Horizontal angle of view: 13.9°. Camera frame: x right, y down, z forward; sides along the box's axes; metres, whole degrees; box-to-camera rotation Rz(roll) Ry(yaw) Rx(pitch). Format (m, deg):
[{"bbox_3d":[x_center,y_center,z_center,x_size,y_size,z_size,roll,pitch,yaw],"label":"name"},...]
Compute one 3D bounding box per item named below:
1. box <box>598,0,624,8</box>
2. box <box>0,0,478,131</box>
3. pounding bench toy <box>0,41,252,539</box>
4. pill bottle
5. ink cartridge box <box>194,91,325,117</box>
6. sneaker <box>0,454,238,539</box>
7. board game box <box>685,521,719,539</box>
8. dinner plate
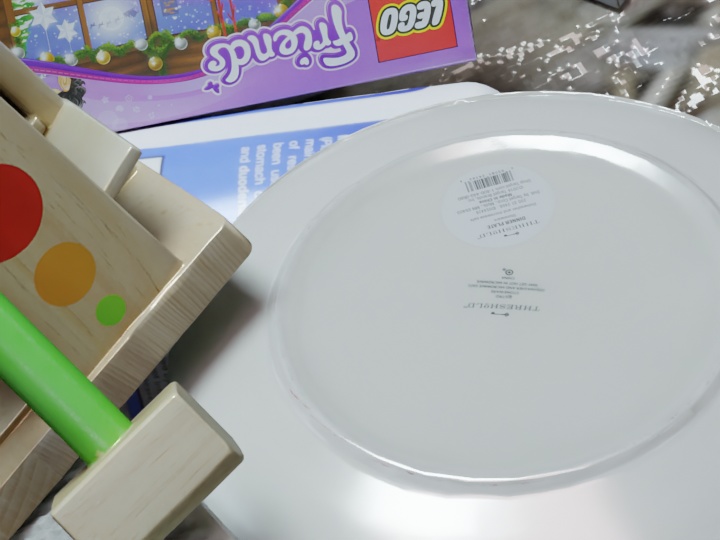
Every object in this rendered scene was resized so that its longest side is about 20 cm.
[{"bbox_3d":[0.084,-0.204,1.108,0.156,0.041,0.200,25,64,28],"label":"box"},{"bbox_3d":[-0.071,-0.116,0.931,0.199,0.137,0.039,-12,20,-3],"label":"box"},{"bbox_3d":[-0.126,-0.012,0.790,0.124,0.156,0.200,-49,34,-6],"label":"pounding bench toy"},{"bbox_3d":[0.000,0.000,0.944,0.199,0.112,0.112,-6,55,10],"label":"pill bottle"},{"bbox_3d":[-0.123,-0.102,1.024,0.200,0.146,0.084,-20,51,-1],"label":"ink cartridge box"},{"bbox_3d":[-0.058,0.108,0.833,0.073,0.114,0.200,-48,33,-11],"label":"sneaker"},{"bbox_3d":[0.129,0.064,0.855,0.200,0.105,0.103,-34,54,-21],"label":"board game box"},{"bbox_3d":[0.043,0.015,0.828,0.200,0.024,0.200,-5,46,5],"label":"dinner plate"}]
